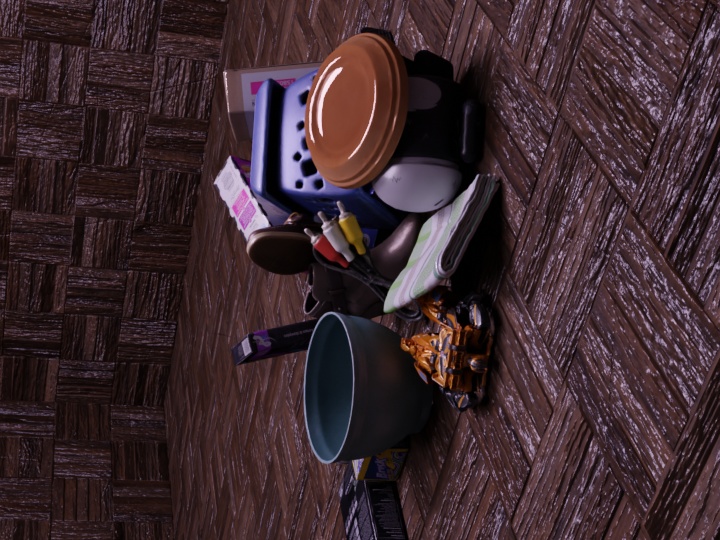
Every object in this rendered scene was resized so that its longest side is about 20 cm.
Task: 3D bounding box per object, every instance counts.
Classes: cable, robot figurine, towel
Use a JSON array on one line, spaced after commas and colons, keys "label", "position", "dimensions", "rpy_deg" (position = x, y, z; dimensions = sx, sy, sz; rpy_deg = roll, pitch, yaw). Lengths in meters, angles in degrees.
[{"label": "cable", "position": [0.001, 0.004, 1.593], "dimensions": [0.097, 0.200, 0.050], "rpy_deg": [-37, 1, 31]}, {"label": "robot figurine", "position": [0.075, -0.175, 1.499], "dimensions": [0.150, 0.124, 0.201], "rpy_deg": [152, 122, -75]}, {"label": "towel", "position": [0.091, -0.030, 1.439], "dimensions": [0.150, 0.031, 0.200], "rpy_deg": [-60, 9, -23]}, {"label": "robot figurine", "position": [0.105, 0.087, 1.430], "dimensions": [0.200, 0.058, 0.146], "rpy_deg": [-138, 54, -71]}]

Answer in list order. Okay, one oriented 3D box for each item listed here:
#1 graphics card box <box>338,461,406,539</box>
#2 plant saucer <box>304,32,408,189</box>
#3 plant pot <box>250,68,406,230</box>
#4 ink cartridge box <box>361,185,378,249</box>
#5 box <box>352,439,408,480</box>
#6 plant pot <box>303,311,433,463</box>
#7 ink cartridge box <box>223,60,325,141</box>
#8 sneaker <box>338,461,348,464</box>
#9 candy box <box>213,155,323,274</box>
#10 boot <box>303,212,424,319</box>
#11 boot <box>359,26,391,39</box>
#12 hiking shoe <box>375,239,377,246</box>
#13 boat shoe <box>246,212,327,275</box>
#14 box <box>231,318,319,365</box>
[{"label": "graphics card box", "position": [0.016, 0.362, 1.690], "dimensions": [0.200, 0.051, 0.126], "rpy_deg": [-105, 24, -47]}, {"label": "plant saucer", "position": [-0.014, -0.205, 1.488], "dimensions": [0.200, 0.037, 0.201], "rpy_deg": [-17, 69, 52]}, {"label": "plant pot", "position": [-0.046, -0.170, 1.672], "dimensions": [0.200, 0.179, 0.201], "rpy_deg": [30, -120, -66]}, {"label": "ink cartridge box", "position": [-0.036, -0.121, 1.834], "dimensions": [0.200, 0.040, 0.201], "rpy_deg": [18, 93, 50]}, {"label": "box", "position": [0.014, 0.209, 1.712], "dimensions": [0.200, 0.064, 0.070], "rpy_deg": [-104, 24, -49]}, {"label": "plant pot", "position": [0.017, 0.159, 1.580], "dimensions": [0.200, 0.134, 0.201], "rpy_deg": [-177, 90, -69]}, {"label": "ink cartridge box", "position": [-0.114, -0.272, 1.894], "dimensions": [0.165, 0.199, 0.076], "rpy_deg": [93, 172, -80]}, {"label": "sneaker", "position": [-0.015, 0.200, 1.834], "dimensions": [0.082, 0.074, 0.201], "rpy_deg": [-27, 69, 60]}, {"label": "candy box", "position": [-0.126, -0.082, 1.792], "dimensions": [0.061, 0.136, 0.200], "rpy_deg": [-56, 43, 24]}, {"label": "boot", "position": [0.000, 0.000, 1.664], "dimensions": [0.070, 0.145, 0.201], "rpy_deg": [-112, 30, -50]}, {"label": "boot", "position": [0.020, -0.282, 1.844], "dimensions": [0.200, 0.069, 0.132], "rpy_deg": [-87, 8, -52]}, {"label": "hiking shoe", "position": [-0.029, -0.079, 1.917], "dimensions": [0.101, 0.075, 0.201], "rpy_deg": [118, 152, -45]}, {"label": "boat shoe", "position": [-0.088, -0.043, 1.665], "dimensions": [0.072, 0.199, 0.072], "rpy_deg": [-56, 52, 32]}, {"label": "box", "position": [-0.099, 0.109, 1.897], "dimensions": [0.143, 0.199, 0.036], "rpy_deg": [141, 114, -69]}]
